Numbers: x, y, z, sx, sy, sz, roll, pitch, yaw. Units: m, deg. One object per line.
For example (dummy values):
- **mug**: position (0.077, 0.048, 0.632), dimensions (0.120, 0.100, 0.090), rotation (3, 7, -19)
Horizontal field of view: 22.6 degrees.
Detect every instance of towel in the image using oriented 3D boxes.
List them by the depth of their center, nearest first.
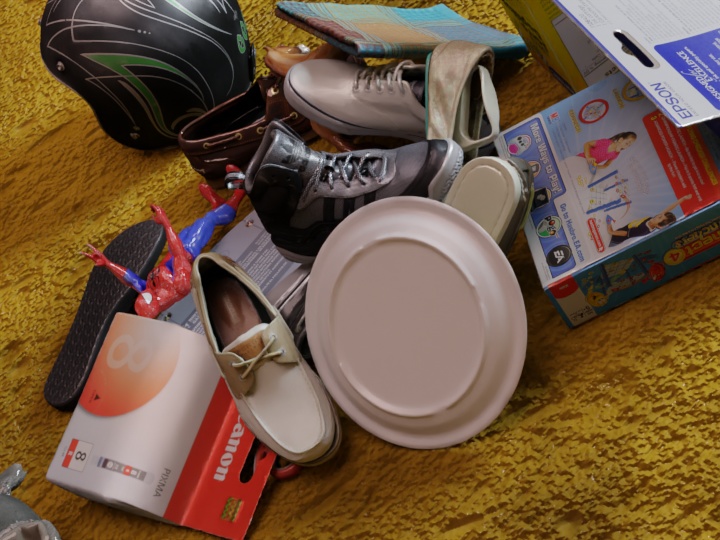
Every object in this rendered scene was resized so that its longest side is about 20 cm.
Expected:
- **towel**: position (0.040, -0.221, 1.658), dimensions (0.147, 0.200, 0.022), rotation (32, 119, 48)

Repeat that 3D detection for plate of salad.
- **plate of salad**: position (0.045, 0.040, 1.422), dimensions (0.200, 0.201, 0.048), rotation (-7, 5, 32)

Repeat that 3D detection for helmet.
- **helmet**: position (-0.219, -0.238, 1.835), dimensions (0.200, 0.191, 0.200), rotation (-20, 43, 19)

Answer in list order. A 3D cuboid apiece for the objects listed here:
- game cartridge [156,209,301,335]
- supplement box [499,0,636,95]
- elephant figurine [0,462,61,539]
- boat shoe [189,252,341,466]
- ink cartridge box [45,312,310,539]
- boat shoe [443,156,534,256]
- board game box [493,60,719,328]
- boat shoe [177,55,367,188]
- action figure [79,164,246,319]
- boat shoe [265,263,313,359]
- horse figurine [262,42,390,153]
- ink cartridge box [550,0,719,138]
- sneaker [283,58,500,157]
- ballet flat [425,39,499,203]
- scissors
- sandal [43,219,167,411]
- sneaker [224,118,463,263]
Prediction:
- **game cartridge**: position (-0.103, 0.022, 1.625), dimensions (0.133, 0.040, 0.200), rotation (27, 71, 44)
- **supplement box**: position (0.175, -0.261, 1.560), dimensions (0.109, 0.200, 0.110), rotation (-36, 39, 1)
- **elephant figurine**: position (-0.257, 0.267, 1.454), dimensions (0.200, 0.156, 0.141), rotation (12, 16, 31)
- **boat shoe**: position (-0.086, 0.071, 1.467), dimensions (0.075, 0.068, 0.200), rotation (-34, 64, -3)
- **ink cartridge box**: position (-0.156, 0.129, 1.516), dimensions (0.200, 0.050, 0.163), rotation (8, 69, 39)
- **boat shoe**: position (0.078, -0.006, 1.460), dimensions (0.072, 0.060, 0.202), rotation (38, 115, 18)
- **board game box**: position (0.223, -0.076, 1.462), dimensions (0.195, 0.056, 0.200), rotation (-26, 41, 13)
- **boat shoe**: position (-0.083, -0.156, 1.753), dimensions (0.200, 0.070, 0.070), rotation (-33, 36, 3)
- **action figure**: position (-0.177, -0.037, 1.640), dimensions (0.065, 0.099, 0.200), rotation (-33, 23, 38)
- **boat shoe**: position (0.000, 0.000, 1.551), dimensions (0.200, 0.072, 0.071), rotation (-48, 51, -6)
- **horse figurine**: position (-0.008, -0.162, 1.677), dimensions (0.132, 0.050, 0.200), rotation (-9, 49, -11)
- **ink cartridge box**: position (0.275, -0.177, 1.438), dimensions (0.200, 0.047, 0.198), rotation (-17, 47, -21)
- **sneaker**: position (0.031, -0.158, 1.598), dimensions (0.199, 0.071, 0.073), rotation (13, 56, 4)
- **ballet flat**: position (0.084, -0.096, 1.518), dimensions (0.062, 0.067, 0.201), rotation (0, 88, 29)
- **scissors**: position (-0.070, 0.103, 1.538), dimensions (0.073, 0.014, 0.200), rotation (-17, 45, 25)
- **sandal**: position (-0.234, 0.044, 1.702), dimensions (0.075, 0.045, 0.200), rotation (15, 76, 50)
- **sneaker**: position (-0.020, -0.078, 1.470), dimensions (0.200, 0.114, 0.076), rotation (-22, 40, 35)
